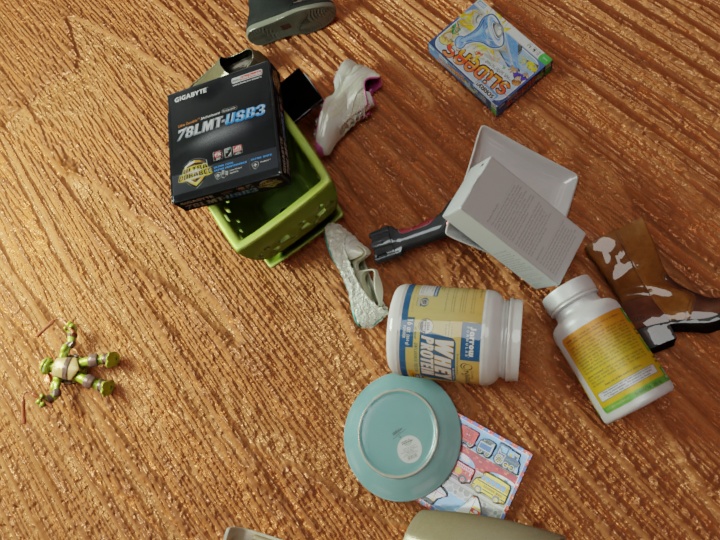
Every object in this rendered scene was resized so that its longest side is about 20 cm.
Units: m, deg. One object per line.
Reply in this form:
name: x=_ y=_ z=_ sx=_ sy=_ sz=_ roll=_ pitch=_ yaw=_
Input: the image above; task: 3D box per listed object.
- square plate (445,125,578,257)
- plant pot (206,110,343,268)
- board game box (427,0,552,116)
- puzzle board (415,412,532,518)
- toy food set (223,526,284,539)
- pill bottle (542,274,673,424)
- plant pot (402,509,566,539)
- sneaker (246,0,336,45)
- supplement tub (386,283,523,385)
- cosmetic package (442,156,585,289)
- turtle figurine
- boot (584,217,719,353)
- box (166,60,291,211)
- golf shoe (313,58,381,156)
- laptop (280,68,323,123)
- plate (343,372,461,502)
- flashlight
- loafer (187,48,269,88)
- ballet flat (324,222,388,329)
square plate: x=0.251 y=-0.109 z=1.013 sx=0.197 sy=0.028 sz=0.201 roll=23 pitch=79 yaw=-12
plant pot: x=-0.152 y=-0.133 z=1.079 sx=0.199 sy=0.182 sz=0.200 roll=-35 pitch=69 yaw=1
board game box: x=0.239 y=-0.400 z=1.142 sx=0.135 sy=0.034 sz=0.201 roll=-40 pitch=68 yaw=-1
puzzle board: x=0.146 y=0.306 z=0.956 sx=0.198 sy=0.017 sz=0.152 roll=25 pitch=81 yaw=20
toy food set: x=-0.138 y=0.498 z=0.944 sx=0.197 sy=0.060 sz=0.146 roll=10 pitch=76 yaw=16
pill bottle: x=0.359 y=0.112 z=0.911 sx=0.110 sy=0.111 sz=0.202 roll=-28 pitch=69 yaw=4
plant pot: x=0.158 y=0.418 z=0.845 sx=0.198 sy=0.187 sz=0.190 roll=15 pitch=77 yaw=31
sneaker: x=-0.149 y=-0.550 z=1.264 sx=0.197 sy=0.075 sz=0.108 roll=-10 pitch=73 yaw=12
supplement tub: x=0.148 y=0.099 z=0.950 sx=0.196 sy=0.145 sz=0.147 roll=4 pitch=74 yaw=15
cosmetic package: x=0.239 y=-0.071 z=0.953 sx=0.199 sy=0.071 sz=0.102 roll=37 pitch=75 yaw=-10
turtle figurine: x=-0.538 y=0.194 z=1.138 sx=0.158 sy=0.065 sz=0.203 roll=6 pitch=66 yaw=8
boot: x=0.479 y=0.008 z=0.954 sx=0.186 sy=0.068 sz=0.203 roll=-25 pitch=61 yaw=14
box: x=-0.217 y=-0.216 z=0.991 sx=0.197 sy=0.050 sz=0.202 roll=-11 pitch=75 yaw=15
golf shoe: x=-0.024 y=-0.306 z=1.161 sx=0.090 sy=0.075 sz=0.203 roll=18 pitch=79 yaw=15
laptop: x=-0.176 y=-0.307 z=1.128 sx=0.186 sy=0.116 sz=0.201 roll=-36 pitch=42 yaw=8
plate: x=0.061 y=0.259 z=0.972 sx=0.197 sy=0.026 sz=0.203 roll=-8 pitch=65 yaw=19
flashlight: x=0.113 y=-0.077 z=1.061 sx=0.197 sy=0.068 sz=0.069 roll=-18 pitch=96 yaw=13
loafer: x=-0.282 y=-0.398 z=1.256 sx=0.198 sy=0.067 sz=0.077 roll=-31 pitch=68 yaw=3
ballet flat: x=0.000 y=0.000 z=1.057 sx=0.071 sy=0.072 sz=0.203 roll=-22 pitch=77 yaw=6
